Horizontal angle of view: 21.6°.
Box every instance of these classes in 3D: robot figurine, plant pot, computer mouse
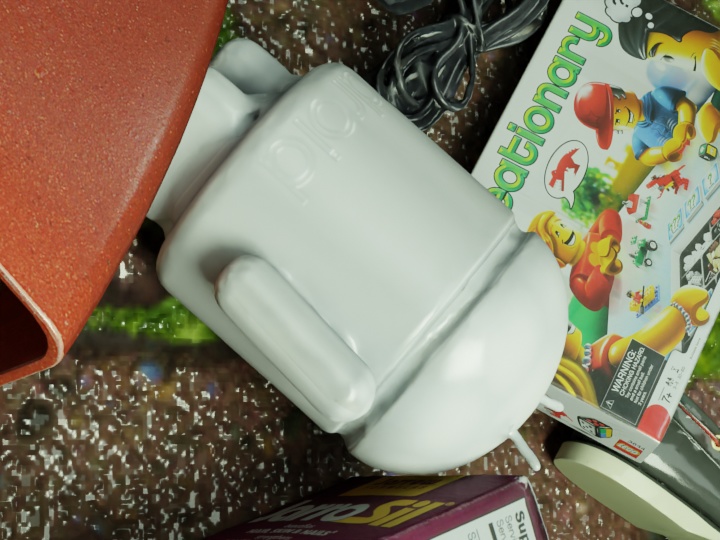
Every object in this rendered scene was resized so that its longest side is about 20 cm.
[{"bbox_3d":[0.000,0.000,0.740,0.200,0.113,0.170,41,33,0],"label":"robot figurine"},{"bbox_3d":[-0.162,-0.080,0.629,0.200,0.199,0.177,52,49,-17],"label":"plant pot"},{"bbox_3d":[0.001,-0.167,0.820,0.138,0.052,0.201,-44,117,-39],"label":"computer mouse"}]

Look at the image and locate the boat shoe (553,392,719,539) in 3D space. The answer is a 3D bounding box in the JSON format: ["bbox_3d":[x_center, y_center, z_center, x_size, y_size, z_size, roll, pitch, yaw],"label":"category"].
[{"bbox_3d":[0.180,0.118,0.884,0.201,0.074,0.063,39,73,-18],"label":"boat shoe"}]

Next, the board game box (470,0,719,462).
[{"bbox_3d":[0.113,-0.031,0.853,0.125,0.035,0.201,27,67,2],"label":"board game box"}]

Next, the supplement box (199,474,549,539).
[{"bbox_3d":[-0.033,0.155,0.707,0.199,0.130,0.104,-18,94,-34],"label":"supplement box"}]
